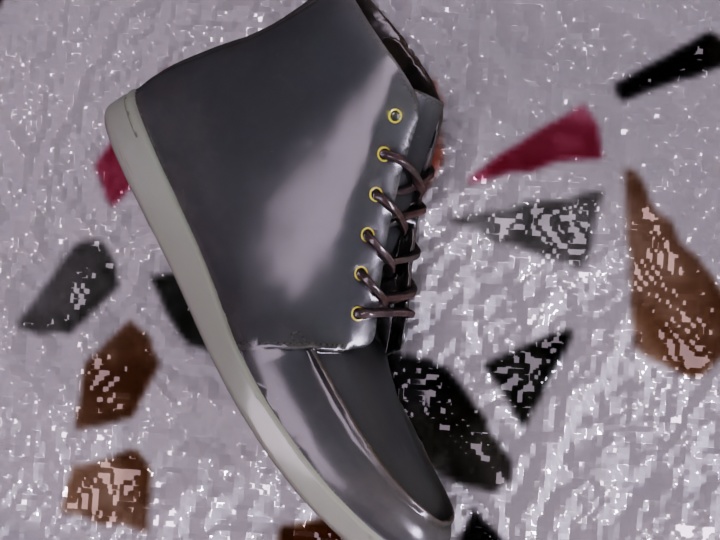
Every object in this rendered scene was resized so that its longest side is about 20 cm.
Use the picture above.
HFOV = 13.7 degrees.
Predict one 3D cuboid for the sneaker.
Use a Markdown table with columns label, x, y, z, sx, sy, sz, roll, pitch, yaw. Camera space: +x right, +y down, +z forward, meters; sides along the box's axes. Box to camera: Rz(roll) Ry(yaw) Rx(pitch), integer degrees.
| label | x | y | z | sx | sy | sz | roll | pitch | yaw |
| --- | --- | --- | --- | --- | --- | --- | --- | --- | --- |
| sneaker | 0.000 | 0.000 | 1.028 | 0.106 | 0.075 | 0.200 | -32 | 80 | 12 |
